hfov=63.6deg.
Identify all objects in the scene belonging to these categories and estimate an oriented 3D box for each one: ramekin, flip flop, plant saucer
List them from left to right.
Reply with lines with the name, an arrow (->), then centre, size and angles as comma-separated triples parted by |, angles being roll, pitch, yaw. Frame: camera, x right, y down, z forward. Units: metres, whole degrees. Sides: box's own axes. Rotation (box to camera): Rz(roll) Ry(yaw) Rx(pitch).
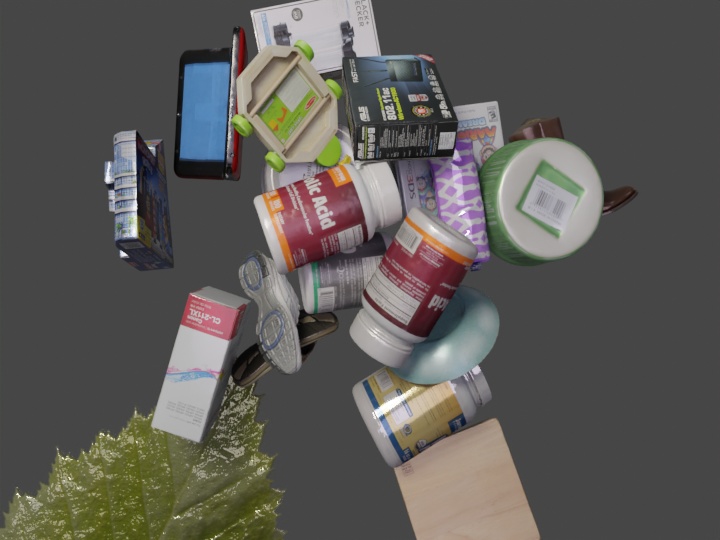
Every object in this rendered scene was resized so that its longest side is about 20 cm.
flip flop -> -0.120, 0.132, 0.959 | 0.197, 0.081, 0.058 | -36, 125, -4
ramekin -> -0.066, -0.147, 0.935 | 0.194, 0.094, 0.211 | 0, 93, -6
plant saucer -> 0.119, 0.084, 0.916 | 0.197, 0.202, 0.039 | -31, 128, -2
ramekin -> 0.280, -0.108, 0.911 | 0.192, 0.098, 0.208 | 0, 93, -5

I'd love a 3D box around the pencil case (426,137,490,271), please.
pencil case -> 0.147, -0.101, 0.900 | 0.082, 0.084, 0.208 | -9, 91, -5

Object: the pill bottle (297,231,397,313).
pill bottle -> 0.000, 0.000, 0.935 | 0.193, 0.113, 0.118 | -7, 94, -12

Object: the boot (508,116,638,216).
boot -> 0.364, -0.184, 0.995 | 0.181, 0.064, 0.206 | -22, 90, -6

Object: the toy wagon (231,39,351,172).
toy wagon -> -0.089, -0.218, 0.840 | 0.200, 0.039, 0.157 | 46, 73, -30

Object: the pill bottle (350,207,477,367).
pill bottle -> 0.072, 0.026, 0.829 | 0.112, 0.114, 0.204 | 29, 104, -6

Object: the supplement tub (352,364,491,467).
supplement tub -> 0.099, 0.205, 0.943 | 0.196, 0.145, 0.148 | -30, 95, -3

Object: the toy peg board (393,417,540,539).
toy peg board -> 0.171, 0.385, 0.997 | 0.194, 0.098, 0.205 | -19, 79, -4

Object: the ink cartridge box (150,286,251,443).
ink cartridge box -> -0.243, 0.139, 0.906 | 0.080, 0.146, 0.207 | 17, 91, -5

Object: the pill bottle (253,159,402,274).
pill bottle -> -0.045, -0.082, 0.833 | 0.194, 0.114, 0.118 | -22, 95, -8

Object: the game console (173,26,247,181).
game console -> -0.233, -0.246, 0.879 | 0.114, 0.172, 0.208 | 3, 93, -9

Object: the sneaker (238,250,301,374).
sneaker -> -0.124, 0.063, 0.914 | 0.073, 0.086, 0.206 | -29, 67, 26

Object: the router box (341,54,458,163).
router box -> 0.051, -0.245, 0.861 | 0.144, 0.204, 0.063 | -4, 136, -5

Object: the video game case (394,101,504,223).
video game case -> 0.151, -0.171, 0.953 | 0.193, 0.024, 0.189 | -11, 93, -16

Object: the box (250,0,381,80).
box -> -0.070, -0.372, 0.941 | 0.193, 0.060, 0.121 | -11, 94, -5

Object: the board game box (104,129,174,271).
board game box -> -0.338, -0.121, 0.883 | 0.059, 0.200, 0.208 | -5, 79, -6

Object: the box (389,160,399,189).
box -> 0.096, -0.216, 0.977 | 0.106, 0.035, 0.207 | -16, 94, -5
